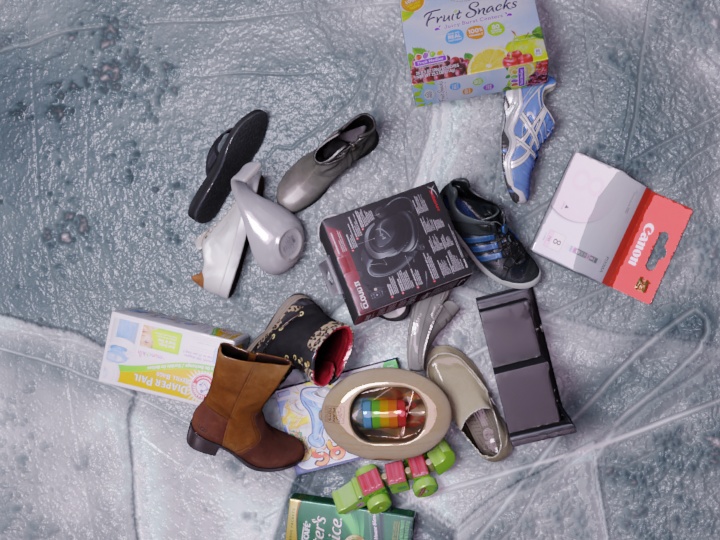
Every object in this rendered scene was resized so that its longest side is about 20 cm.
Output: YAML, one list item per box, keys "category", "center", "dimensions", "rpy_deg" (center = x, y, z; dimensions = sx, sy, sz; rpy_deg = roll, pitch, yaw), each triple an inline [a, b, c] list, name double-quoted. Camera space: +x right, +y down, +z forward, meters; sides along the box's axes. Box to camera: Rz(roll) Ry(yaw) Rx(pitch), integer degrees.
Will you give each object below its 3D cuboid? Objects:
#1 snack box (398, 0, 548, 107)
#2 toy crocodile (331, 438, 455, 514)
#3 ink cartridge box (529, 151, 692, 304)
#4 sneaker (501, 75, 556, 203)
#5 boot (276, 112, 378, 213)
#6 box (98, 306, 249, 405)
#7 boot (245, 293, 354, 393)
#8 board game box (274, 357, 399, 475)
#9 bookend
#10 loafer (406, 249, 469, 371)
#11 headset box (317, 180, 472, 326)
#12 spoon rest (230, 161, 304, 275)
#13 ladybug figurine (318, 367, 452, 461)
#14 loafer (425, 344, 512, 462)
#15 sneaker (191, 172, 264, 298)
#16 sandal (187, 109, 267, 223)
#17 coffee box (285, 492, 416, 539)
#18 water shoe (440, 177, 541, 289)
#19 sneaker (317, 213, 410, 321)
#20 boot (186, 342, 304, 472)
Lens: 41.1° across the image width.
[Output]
- category: "snack box"
  center: [0.164, -0.344, 1.416]
  dimensions: [0.198, 0.068, 0.170]
  rpy_deg: [-8, 66, 6]
- category: "toy crocodile"
  center: [0.051, 0.314, 1.455]
  dimensions: [0.198, 0.062, 0.068]
  rpy_deg: [-20, 53, 3]
- category: "ink cartridge box"
  center: [0.375, -0.062, 1.434]
  dimensions: [0.198, 0.057, 0.164]
  rpy_deg: [25, 93, 10]
- category: "sneaker"
  center: [0.250, -0.200, 1.430]
  dimensions: [0.076, 0.076, 0.202]
  rpy_deg: [3, 93, 11]
- category: "boot"
  center: [-0.058, -0.165, 1.439]
  dimensions: [0.200, 0.131, 0.068]
  rpy_deg: [-39, 87, 6]
- category: "box"
  center: [-0.285, 0.135, 1.484]
  dimensions: [0.198, 0.101, 0.114]
  rpy_deg: [12, 93, 6]
- category: "boot"
  center: [-0.100, 0.138, 1.429]
  dimensions: [0.073, 0.150, 0.201]
  rpy_deg: [42, 78, -35]
- category: "board game box"
  center: [-0.021, 0.226, 1.489]
  dimensions: [0.198, 0.034, 0.137]
  rpy_deg: [-16, 89, 7]
- category: "bookend"
  center: [0.232, 0.129, 1.377]
  dimensions: [0.091, 0.199, 0.202]
  rpy_deg: [-14, 88, 7]
- category: "loafer"
  center: [0.115, 0.056, 1.446]
  dimensions: [0.069, 0.070, 0.202]
  rpy_deg: [13, 85, 8]
- category: "headset box"
  center: [0.040, -0.021, 1.385]
  dimensions: [0.198, 0.077, 0.150]
  rpy_deg: [-21, 78, -10]
- category: "spoon rest"
  center: [-0.141, -0.079, 1.440]
  dimensions: [0.060, 0.201, 0.099]
  rpy_deg: [18, 55, 38]
- category: "ladybug figurine"
  center: [0.037, 0.211, 1.428]
  dimensions: [0.198, 0.072, 0.137]
  rpy_deg: [2, 90, 6]
- category: "loafer"
  center: [0.166, 0.201, 1.450]
  dimensions: [0.075, 0.068, 0.201]
  rpy_deg: [-36, 87, 6]
- category: "sneaker"
  center: [-0.210, -0.063, 1.487]
  dimensions: [0.084, 0.073, 0.202]
  rpy_deg: [20, 94, 3]
- category: "sandal"
  center: [-0.215, -0.169, 1.489]
  dimensions: [0.048, 0.075, 0.201]
  rpy_deg: [35, 94, 22]
- category: "coffee box"
  center: [-0.019, 0.421, 1.487]
  dimensions: [0.198, 0.044, 0.124]
  rpy_deg: [8, 92, 6]
- category: "water shoe"
  center: [0.193, -0.052, 1.428]
  dimensions: [0.200, 0.079, 0.072]
  rpy_deg: [41, 61, 5]
- category: "sneaker"
  center: [0.000, 0.000, 1.462]
  dimensions: [0.074, 0.080, 0.200]
  rpy_deg: [-42, 88, 4]
- category: "boot"
  center: [-0.141, 0.194, 1.393]
  dimensions: [0.187, 0.069, 0.201]
  rpy_deg: [20, 124, -10]
